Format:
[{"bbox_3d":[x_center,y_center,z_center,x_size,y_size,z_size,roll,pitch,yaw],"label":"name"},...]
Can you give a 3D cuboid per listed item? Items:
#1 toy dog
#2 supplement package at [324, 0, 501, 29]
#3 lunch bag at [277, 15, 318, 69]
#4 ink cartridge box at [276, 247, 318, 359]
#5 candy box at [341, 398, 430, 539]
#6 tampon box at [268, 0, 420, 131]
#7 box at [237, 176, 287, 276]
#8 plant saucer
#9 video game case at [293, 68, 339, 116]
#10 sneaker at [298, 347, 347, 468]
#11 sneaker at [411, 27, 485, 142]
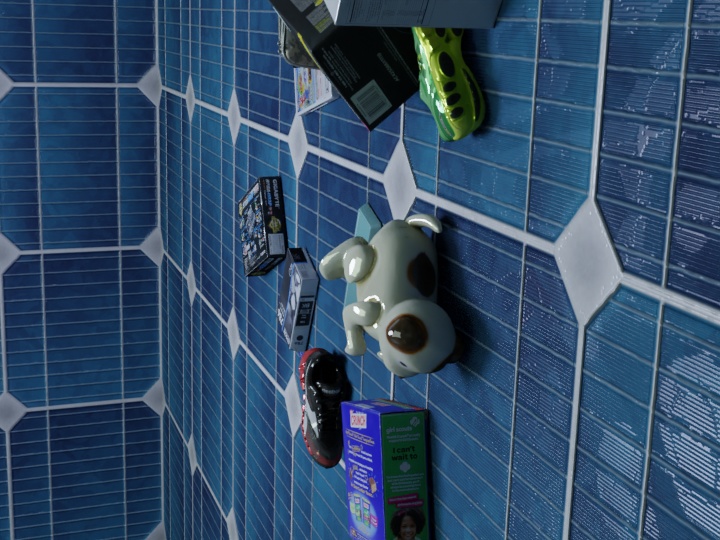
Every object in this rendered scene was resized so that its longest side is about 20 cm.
[{"bbox_3d":[0.062,0.047,1.393,0.193,0.139,0.202,-38,47,22],"label":"toy dog"},{"bbox_3d":[0.050,-0.388,1.227,0.193,0.196,0.149,-112,27,-42],"label":"supplement package"},{"bbox_3d":[-0.056,-0.401,1.628,0.168,0.136,0.204,-104,17,-73],"label":"lunch bag"},{"bbox_3d":[-0.120,0.067,1.994,0.100,0.038,0.203,-119,32,-49],"label":"ink cartridge box"},{"bbox_3d":[0.035,0.291,1.544,0.169,0.076,0.204,179,88,-71],"label":"candy box"},{"bbox_3d":[-0.010,-0.310,1.422,0.150,0.126,0.201,49,-175,-36],"label":"tampon box"},{"bbox_3d":[-0.200,-0.085,2.179,0.200,0.045,0.162,147,118,-67],"label":"box"},{"bbox_3d":[0.000,0.000,1.683,0.070,0.019,0.203,-121,33,-53],"label":"plant saucer"},{"bbox_3d":[-0.078,-0.351,1.846,0.199,0.018,0.146,177,89,-70],"label":"video game case"},{"bbox_3d":[-0.059,0.226,1.800,0.098,0.069,0.205,147,119,-70],"label":"sneaker"},{"bbox_3d":[0.092,-0.249,1.312,0.084,0.073,0.204,134,129,-58],"label":"sneaker"}]
